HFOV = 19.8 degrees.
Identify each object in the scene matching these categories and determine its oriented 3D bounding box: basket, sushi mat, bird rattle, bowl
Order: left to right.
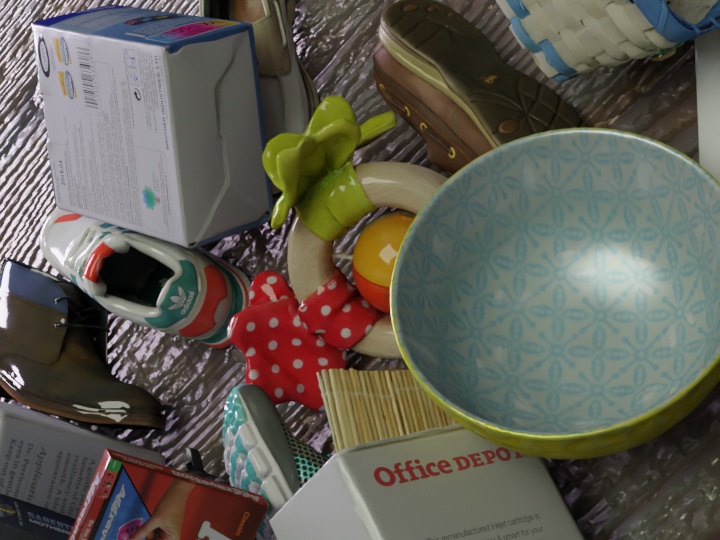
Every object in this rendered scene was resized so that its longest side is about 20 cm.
[{"bbox_3d":[0.000,0.000,1.270,0.162,0.113,0.201,8,108,11],"label":"bird rattle"},{"bbox_3d":[0.036,0.147,1.224,0.012,0.095,0.201,-46,50,49],"label":"sushi mat"},{"bbox_3d":[0.123,0.030,1.162,0.199,0.108,0.201,-7,57,10],"label":"bowl"},{"bbox_3d":[0.178,-0.207,1.173,0.139,0.176,0.200,49,132,-4],"label":"basket"}]

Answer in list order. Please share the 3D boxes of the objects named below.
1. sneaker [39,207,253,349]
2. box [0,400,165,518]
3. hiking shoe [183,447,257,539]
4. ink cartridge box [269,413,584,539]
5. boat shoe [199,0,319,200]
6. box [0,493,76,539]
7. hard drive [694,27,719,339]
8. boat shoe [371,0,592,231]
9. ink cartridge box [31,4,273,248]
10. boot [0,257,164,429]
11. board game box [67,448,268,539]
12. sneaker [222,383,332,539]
[{"bbox_3d":[-0.165,-0.010,1.408,0.199,0.093,0.071,27,92,37],"label":"sneaker"},{"bbox_3d":[-0.275,0.181,1.381,0.200,0.171,0.200,14,84,38],"label":"box"},{"bbox_3d":[-0.128,0.219,1.339,0.200,0.076,0.101,-62,31,9],"label":"hiking shoe"},{"bbox_3d":[0.061,0.191,1.131,0.088,0.145,0.200,-46,62,42],"label":"ink cartridge box"},{"bbox_3d":[-0.079,-0.145,1.402,0.075,0.068,0.201,-21,66,26],"label":"boat shoe"},{"bbox_3d":[-0.203,0.247,1.240,0.200,0.157,0.051,-64,23,9],"label":"box"},{"bbox_3d":[0.255,-0.053,1.164,0.132,0.027,0.201,-10,71,33],"label":"hard drive"},{"bbox_3d":[0.079,-0.087,1.282,0.200,0.072,0.068,47,138,27],"label":"boat shoe"},{"bbox_3d":[-0.151,-0.104,1.390,0.200,0.076,0.137,15,116,48],"label":"ink cartridge box"},{"bbox_3d":[-0.204,0.051,1.430,0.200,0.075,0.097,12,87,39],"label":"boot"},{"bbox_3d":[-0.139,0.210,1.211,0.201,0.103,0.019,-67,23,10],"label":"board game box"},{"bbox_3d":[-0.013,0.150,1.253,0.200,0.091,0.078,58,156,17],"label":"sneaker"}]
